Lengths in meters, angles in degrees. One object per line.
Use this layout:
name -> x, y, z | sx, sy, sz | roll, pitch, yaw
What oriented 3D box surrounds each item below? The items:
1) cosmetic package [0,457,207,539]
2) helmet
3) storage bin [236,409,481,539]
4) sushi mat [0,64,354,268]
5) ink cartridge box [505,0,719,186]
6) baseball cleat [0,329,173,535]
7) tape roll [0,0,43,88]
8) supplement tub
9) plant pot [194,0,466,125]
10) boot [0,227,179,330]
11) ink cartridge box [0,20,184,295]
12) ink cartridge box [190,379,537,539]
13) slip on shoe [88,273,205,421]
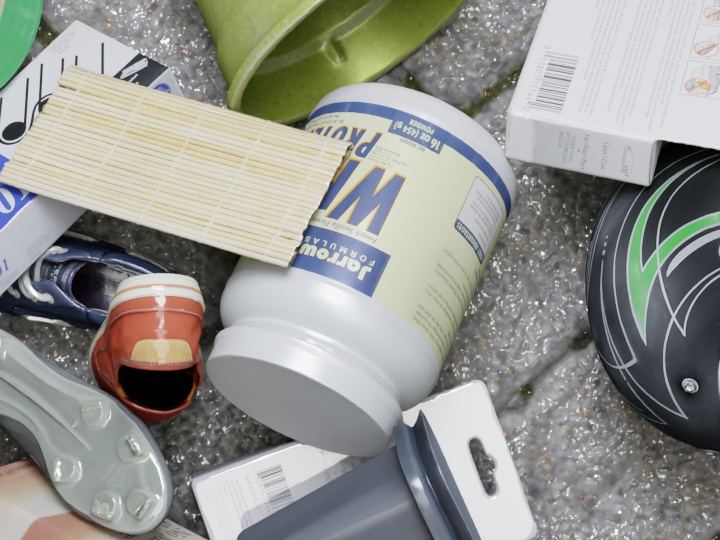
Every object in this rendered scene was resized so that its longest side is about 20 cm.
cosmetic package -> -0.152, 0.199, 1.117 | 0.200, 0.103, 0.087 | 25, 102, 16
helmet -> 0.236, 0.010, 1.152 | 0.191, 0.200, 0.200 | -31, 89, 16
storage bin -> 0.019, 0.205, 1.028 | 0.134, 0.146, 0.200 | -25, 98, 2
sushi mat -> -0.113, -0.066, 1.094 | 0.200, 0.012, 0.096 | 16, 63, 17
ink cartridge box -> 0.200, -0.134, 1.155 | 0.176, 0.045, 0.200 | 12, 48, 12
baseball cleat -> -0.178, 0.099, 1.145 | 0.200, 0.106, 0.070 | 39, 89, 24
tape roll -> -0.304, -0.185, 1.153 | 0.200, 0.048, 0.201 | 6, 77, -27
supplement tub -> 0.000, 0.000, 1.133 | 0.145, 0.145, 0.200 | 26, 67, -2
plant pot -> -0.047, -0.223, 1.156 | 0.200, 0.200, 0.184 | -33, 79, -5
boot -> -0.209, -0.004, 1.167 | 0.200, 0.090, 0.073 | 11, 86, -4
ink cartridge box -> -0.212, -0.066, 1.150 | 0.094, 0.044, 0.200 | 28, 66, 34
ink cartridge box -> 0.002, 0.155, 1.185 | 0.200, 0.067, 0.116 | -19, 88, -5
slip on shoe -> -0.129, 0.062, 1.116 | 0.074, 0.200, 0.061 | 0, 70, -11
